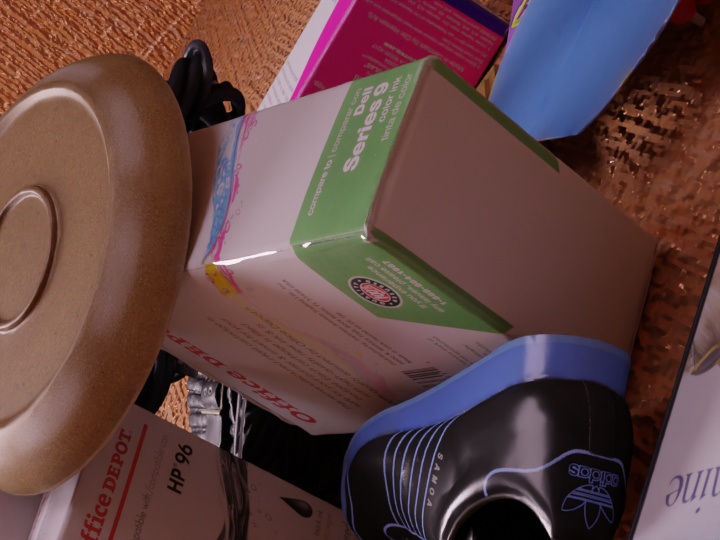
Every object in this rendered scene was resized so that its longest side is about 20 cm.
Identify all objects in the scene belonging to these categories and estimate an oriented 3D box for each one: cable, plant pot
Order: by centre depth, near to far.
[{"bbox_3d":[-0.142,-0.003,0.736,0.200,0.027,0.201,-22,60,46],"label":"plant pot"},{"bbox_3d":[-0.108,-0.017,0.828,0.163,0.051,0.201,-20,-54,-66],"label":"cable"}]

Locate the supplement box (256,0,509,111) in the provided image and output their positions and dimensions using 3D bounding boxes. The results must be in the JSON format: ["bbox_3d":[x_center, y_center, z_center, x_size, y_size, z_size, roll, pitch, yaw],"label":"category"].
[{"bbox_3d":[-0.003,-0.108,1.098,0.200,0.103,0.101,-57,16,11],"label":"supplement box"}]

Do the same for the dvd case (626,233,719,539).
[{"bbox_3d":[0.151,0.008,0.539,0.143,0.017,0.201,-31,34,61],"label":"dvd case"}]

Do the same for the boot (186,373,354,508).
[{"bbox_3d":[-0.044,0.037,0.942,0.158,0.079,0.212,-165,89,-77],"label":"boot"}]

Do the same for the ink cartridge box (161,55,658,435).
[{"bbox_3d":[0.000,0.000,0.709,0.200,0.145,0.088,-13,51,49],"label":"ink cartridge box"}]

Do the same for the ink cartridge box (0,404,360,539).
[{"bbox_3d":[-0.090,0.137,0.757,0.068,0.199,0.116,-50,19,38],"label":"ink cartridge box"}]

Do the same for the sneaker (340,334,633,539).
[{"bbox_3d":[0.041,0.093,0.657,0.200,0.070,0.078,133,148,-58],"label":"sneaker"}]

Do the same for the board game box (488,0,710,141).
[{"bbox_3d":[0.129,-0.121,0.805,0.159,0.039,0.200,-63,15,-7],"label":"board game box"}]

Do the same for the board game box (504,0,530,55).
[{"bbox_3d":[0.149,-0.212,0.925,0.200,0.032,0.120,-49,15,41],"label":"board game box"}]

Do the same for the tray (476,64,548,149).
[{"bbox_3d":[0.058,-0.019,0.867,0.099,0.037,0.200,-53,16,28],"label":"tray"}]
